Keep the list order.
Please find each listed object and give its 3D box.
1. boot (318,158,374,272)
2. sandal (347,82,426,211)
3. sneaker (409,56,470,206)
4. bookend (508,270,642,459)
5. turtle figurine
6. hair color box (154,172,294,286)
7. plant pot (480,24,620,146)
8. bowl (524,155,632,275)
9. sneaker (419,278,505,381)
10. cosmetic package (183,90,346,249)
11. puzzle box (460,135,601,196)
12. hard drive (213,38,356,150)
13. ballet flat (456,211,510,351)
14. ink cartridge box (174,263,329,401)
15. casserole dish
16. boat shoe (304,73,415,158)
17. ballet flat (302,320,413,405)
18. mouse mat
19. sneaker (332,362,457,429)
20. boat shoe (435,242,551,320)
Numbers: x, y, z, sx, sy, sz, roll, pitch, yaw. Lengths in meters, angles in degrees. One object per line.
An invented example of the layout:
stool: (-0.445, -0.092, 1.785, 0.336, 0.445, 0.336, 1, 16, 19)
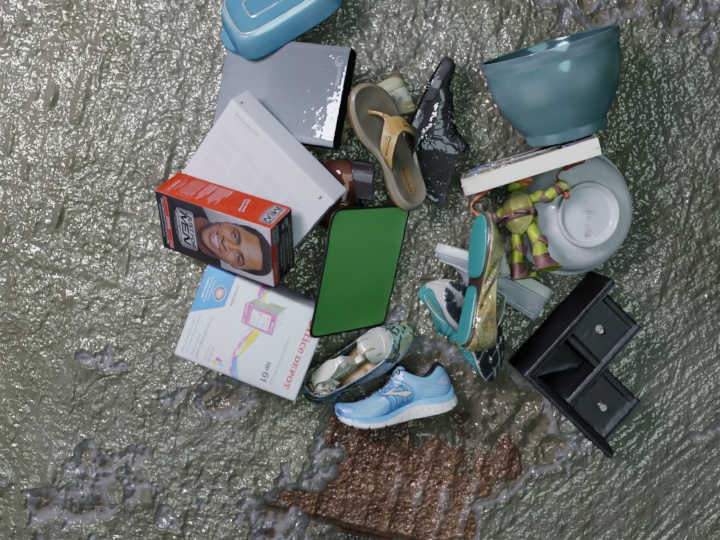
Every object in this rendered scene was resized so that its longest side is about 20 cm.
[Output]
boot: (-0.080, -0.078, 1.212, 0.196, 0.069, 0.192, 3, 111, 2)
sandal: (0.051, -0.179, 1.153, 0.080, 0.054, 0.202, -36, 109, -28)
sneaker: (0.125, -0.209, 1.215, 0.103, 0.060, 0.202, 25, 100, -5)
bookend: (0.376, 0.147, 1.260, 0.200, 0.092, 0.199, 43, 92, -9)
turtle figurine: (0.248, -0.076, 1.175, 0.198, 0.064, 0.164, -20, 74, 36)
hair color box: (-0.194, -0.061, 1.145, 0.197, 0.061, 0.103, 17, 130, 22)
plant pot: (0.285, -0.259, 1.155, 0.197, 0.200, 0.136, -17, 104, -2)
bowl: (0.336, -0.088, 1.229, 0.197, 0.090, 0.205, 0, 97, -4)
sneaker: (0.162, 0.089, 1.250, 0.078, 0.079, 0.201, -48, 117, -29)
cosmetic package: (-0.139, -0.130, 1.150, 0.200, 0.052, 0.151, 45, 127, -3)
puzzle box: (0.244, -0.156, 1.170, 0.197, 0.133, 0.026, -16, 100, 12)
hard drive: (-0.110, -0.258, 1.156, 0.197, 0.033, 0.142, 11, 91, 20)
ballet flat: (0.186, 0.018, 1.171, 0.069, 0.071, 0.204, 8, 90, -5)
ink cartridge box: (-0.161, 0.089, 1.215, 0.197, 0.085, 0.147, 22, 95, -8)
casserole dish: (-0.118, -0.387, 1.152, 0.198, 0.039, 0.122, -30, 64, 0)
boat shoe: (-0.012, -0.221, 1.193, 0.198, 0.073, 0.063, -30, 97, 1)
ballet flat: (-0.006, 0.140, 1.235, 0.199, 0.074, 0.075, -37, 98, 0)
mouse mat: (0.000, 0.000, 1.187, 0.159, 0.007, 0.203, -7, 116, -43)
sneaker: (0.050, 0.193, 1.259, 0.197, 0.078, 0.092, -12, 88, -12)
boat shoe: (0.200, 0.021, 1.242, 0.198, 0.070, 0.072, 24, 93, -8)
